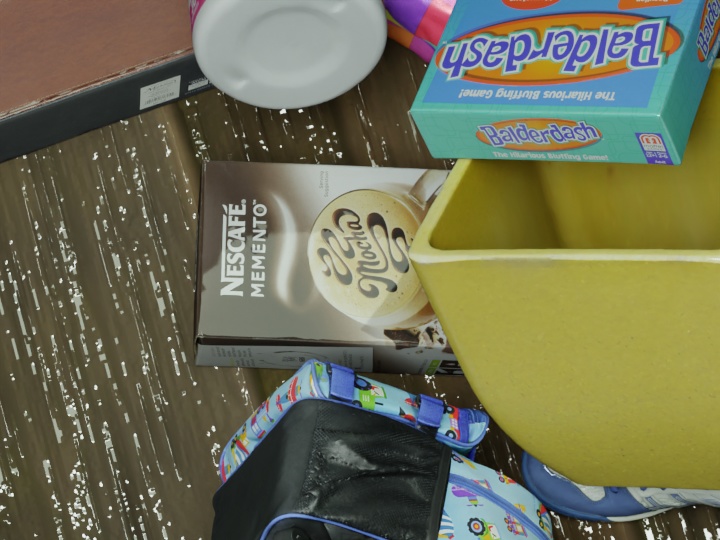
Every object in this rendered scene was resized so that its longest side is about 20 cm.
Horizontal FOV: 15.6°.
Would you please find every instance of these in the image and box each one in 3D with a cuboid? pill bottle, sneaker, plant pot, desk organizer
[{"bbox_3d":[-0.051,-0.204,1.560,0.113,0.113,0.200,-4,50,-6],"label":"pill bottle"},{"bbox_3d":[0.197,0.109,1.566,0.200,0.088,0.075,-1,77,-4],"label":"sneaker"},{"bbox_3d":[0.166,0.015,1.484,0.195,0.200,0.194,1,37,25],"label":"plant pot"},{"bbox_3d":[-0.181,-0.130,1.606,0.200,0.072,0.077,-20,75,-10],"label":"desk organizer"}]

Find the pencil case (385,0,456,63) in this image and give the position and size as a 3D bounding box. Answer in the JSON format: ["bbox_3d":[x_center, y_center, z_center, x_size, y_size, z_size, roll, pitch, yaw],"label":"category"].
[{"bbox_3d":[0.076,-0.156,1.628,0.200,0.088,0.088,30,75,5],"label":"pencil case"}]

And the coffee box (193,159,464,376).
[{"bbox_3d":[0.000,0.000,1.581,0.200,0.080,0.113,2,76,-5],"label":"coffee box"}]

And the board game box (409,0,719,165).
[{"bbox_3d":[0.131,-0.149,1.475,0.152,0.045,0.200,3,54,28],"label":"board game box"}]

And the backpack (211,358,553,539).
[{"bbox_3d":[0.025,0.157,1.496,0.200,0.183,0.135,17,57,-14],"label":"backpack"}]
